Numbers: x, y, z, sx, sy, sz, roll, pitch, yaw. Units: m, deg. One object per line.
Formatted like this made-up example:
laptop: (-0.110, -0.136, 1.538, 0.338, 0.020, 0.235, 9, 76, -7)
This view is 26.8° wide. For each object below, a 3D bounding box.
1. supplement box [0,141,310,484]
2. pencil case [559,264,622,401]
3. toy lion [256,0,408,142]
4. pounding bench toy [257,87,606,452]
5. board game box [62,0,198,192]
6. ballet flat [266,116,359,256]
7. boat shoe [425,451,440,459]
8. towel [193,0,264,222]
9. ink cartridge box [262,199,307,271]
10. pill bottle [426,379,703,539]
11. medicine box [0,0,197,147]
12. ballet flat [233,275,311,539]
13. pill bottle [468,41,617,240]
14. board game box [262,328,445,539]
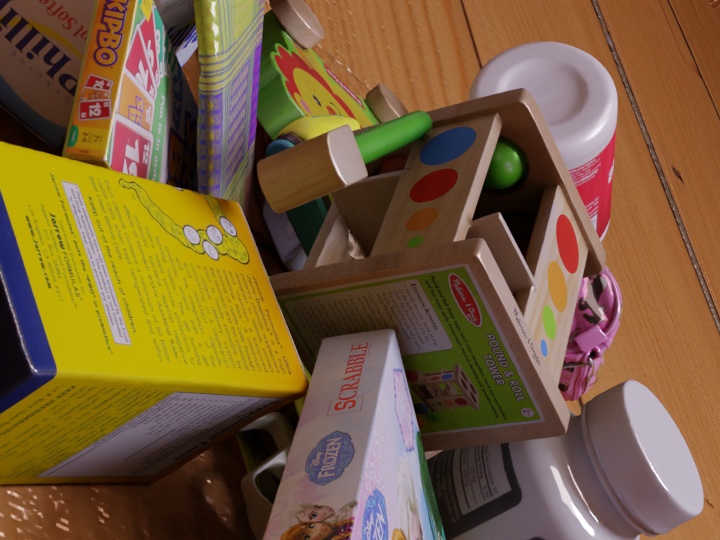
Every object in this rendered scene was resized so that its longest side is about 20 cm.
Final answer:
supplement box: (-0.132, 0.026, 0.679, 0.199, 0.108, 0.110, 13, 51, -59)
pencil case: (0.156, 0.046, 1.170, 0.082, 0.087, 0.200, 20, -12, 9)
toy lion: (-0.016, -0.092, 1.056, 0.200, 0.068, 0.193, 39, 20, -44)
pounding bench toy: (0.033, -0.030, 0.805, 0.201, 0.123, 0.157, 60, 34, -32)
board game box: (-0.110, -0.060, 0.786, 0.200, 0.030, 0.096, 82, 15, -70)
ballet flat: (0.000, 0.000, 0.933, 0.067, 0.067, 0.202, -25, 107, -36)
boat shoe: (0.074, 0.180, 0.974, 0.201, 0.063, 0.073, 55, 39, 2)
towel: (-0.077, -0.064, 0.837, 0.144, 0.023, 0.202, -75, 171, -69)
ink cartridge box: (-0.008, -0.016, 1.083, 0.162, 0.057, 0.200, 43, 7, -29)
pill bottle: (0.087, 0.143, 0.854, 0.111, 0.199, 0.111, 44, 27, -30)
medicine box: (-0.120, -0.192, 0.845, 0.103, 0.200, 0.182, 40, 25, -2)
ballet flat: (-0.044, 0.095, 0.824, 0.067, 0.067, 0.202, -2, 68, -47)
pill bottle: (0.142, -0.072, 1.183, 0.201, 0.111, 0.113, 81, -5, -54)
board game box: (0.010, 0.161, 0.702, 0.200, 0.041, 0.201, -76, 154, -65)
